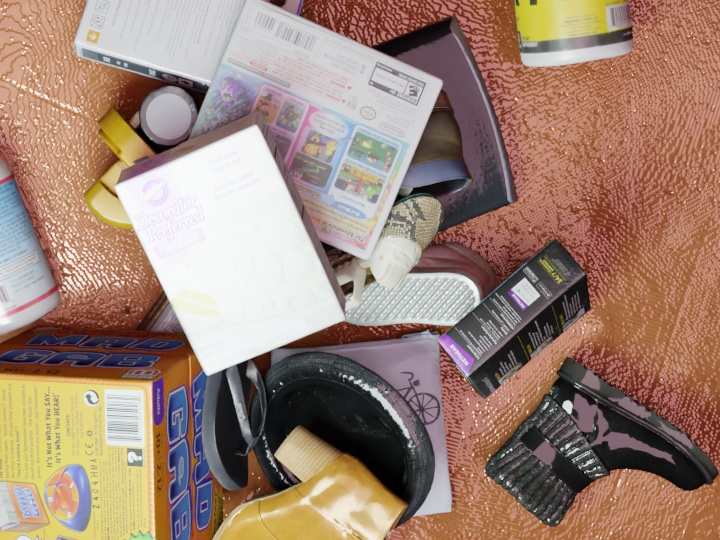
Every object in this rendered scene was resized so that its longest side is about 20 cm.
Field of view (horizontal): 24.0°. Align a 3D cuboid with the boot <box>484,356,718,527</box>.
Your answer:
[{"bbox_3d":[0.250,0.207,1.758,0.210,0.079,0.158,34,87,-1],"label":"boot"}]

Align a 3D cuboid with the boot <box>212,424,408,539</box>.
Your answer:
[{"bbox_3d":[-0.054,0.263,1.631,0.144,0.071,0.202,39,110,11],"label":"boot"}]

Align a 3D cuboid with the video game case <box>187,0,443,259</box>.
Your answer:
[{"bbox_3d":[-0.048,-0.131,1.567,0.199,0.024,0.183,23,94,-8],"label":"video game case"}]

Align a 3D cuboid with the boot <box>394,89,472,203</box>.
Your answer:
[{"bbox_3d":[0.011,-0.103,1.608,0.199,0.075,0.098,-18,69,-16],"label":"boot"}]

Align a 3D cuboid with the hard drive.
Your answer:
[{"bbox_3d":[0.075,-0.140,1.699,0.134,0.042,0.201,-21,101,-4],"label":"hard drive"}]

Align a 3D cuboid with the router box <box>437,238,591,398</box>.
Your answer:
[{"bbox_3d":[0.155,0.052,1.661,0.149,0.200,0.051,-41,76,-1],"label":"router box"}]

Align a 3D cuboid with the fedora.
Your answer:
[{"bbox_3d":[-0.009,0.160,1.677,0.199,0.092,0.202,7,109,21],"label":"fedora"}]

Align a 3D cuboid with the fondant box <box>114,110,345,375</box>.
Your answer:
[{"bbox_3d":[-0.116,-0.024,1.540,0.143,0.058,0.201,-22,107,8],"label":"fondant box"}]

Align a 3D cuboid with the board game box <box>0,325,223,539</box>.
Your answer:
[{"bbox_3d":[-0.253,0.173,1.598,0.198,0.200,0.202,2,101,13],"label":"board game box"}]

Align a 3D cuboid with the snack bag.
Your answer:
[{"bbox_3d":[-0.004,0.166,1.749,0.187,0.021,0.202,-6,100,-7],"label":"snack bag"}]

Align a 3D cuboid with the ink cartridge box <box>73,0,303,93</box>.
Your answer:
[{"bbox_3d":[-0.150,-0.273,1.611,0.198,0.043,0.200,16,80,-1],"label":"ink cartridge box"}]

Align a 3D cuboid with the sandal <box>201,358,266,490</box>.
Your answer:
[{"bbox_3d":[-0.117,0.110,1.623,0.042,0.076,0.202,-1,85,21],"label":"sandal"}]

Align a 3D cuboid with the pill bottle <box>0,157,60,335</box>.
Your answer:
[{"bbox_3d":[-0.372,-0.041,1.623,0.108,0.109,0.201,-20,101,-4],"label":"pill bottle"}]

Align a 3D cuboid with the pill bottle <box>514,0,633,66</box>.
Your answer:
[{"bbox_3d":[0.201,-0.307,1.653,0.113,0.114,0.202,-9,100,-6],"label":"pill bottle"}]

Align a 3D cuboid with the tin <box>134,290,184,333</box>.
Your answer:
[{"bbox_3d":[-0.158,0.058,1.704,0.112,0.042,0.201,35,93,-7],"label":"tin"}]

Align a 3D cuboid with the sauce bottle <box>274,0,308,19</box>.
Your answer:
[{"bbox_3d":[-0.046,-0.168,1.669,0.064,0.065,0.201,-28,106,-2],"label":"sauce bottle"}]

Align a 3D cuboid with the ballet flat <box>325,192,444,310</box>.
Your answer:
[{"bbox_3d":[0.000,0.000,1.630,0.199,0.076,0.068,-27,132,25],"label":"ballet flat"}]

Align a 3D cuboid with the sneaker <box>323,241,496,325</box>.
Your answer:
[{"bbox_3d":[0.044,0.010,1.712,0.199,0.105,0.076,7,107,21],"label":"sneaker"}]

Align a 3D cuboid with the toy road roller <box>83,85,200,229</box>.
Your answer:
[{"bbox_3d":[-0.177,-0.078,1.635,0.146,0.123,0.200,-43,98,1],"label":"toy road roller"}]
